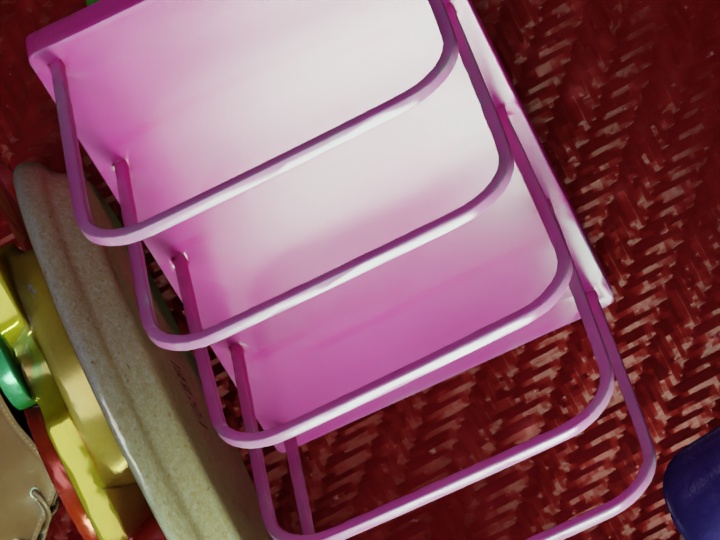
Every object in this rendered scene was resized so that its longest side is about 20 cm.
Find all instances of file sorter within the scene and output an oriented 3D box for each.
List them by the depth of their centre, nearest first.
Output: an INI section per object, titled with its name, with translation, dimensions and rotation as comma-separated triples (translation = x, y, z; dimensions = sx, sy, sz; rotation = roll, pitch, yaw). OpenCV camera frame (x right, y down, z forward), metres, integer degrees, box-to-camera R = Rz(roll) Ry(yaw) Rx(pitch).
[file sorter]
translation = 0.000, 0.000, 0.875
dimensions = 0.138, 0.126, 0.201
rotation = -25, 127, 7

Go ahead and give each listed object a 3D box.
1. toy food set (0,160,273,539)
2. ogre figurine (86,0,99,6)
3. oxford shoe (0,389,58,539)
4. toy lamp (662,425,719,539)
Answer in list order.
[toy food set]
translation = -0.079, 0.051, 0.897
dimensions = 0.048, 0.200, 0.199
rotation = -26, 95, 1
[ogre figurine]
translation = -0.036, -0.102, 0.935
dimensions = 0.119, 0.098, 0.201
rotation = -19, 124, -5
[oxford shoe]
translation = -0.141, 0.097, 0.974
dimensions = 0.071, 0.071, 0.202
rotation = -7, 93, 2
[toy lamp]
translation = 0.097, 0.118, 0.912
dimensions = 0.058, 0.058, 0.200
rotation = 38, 123, 2
